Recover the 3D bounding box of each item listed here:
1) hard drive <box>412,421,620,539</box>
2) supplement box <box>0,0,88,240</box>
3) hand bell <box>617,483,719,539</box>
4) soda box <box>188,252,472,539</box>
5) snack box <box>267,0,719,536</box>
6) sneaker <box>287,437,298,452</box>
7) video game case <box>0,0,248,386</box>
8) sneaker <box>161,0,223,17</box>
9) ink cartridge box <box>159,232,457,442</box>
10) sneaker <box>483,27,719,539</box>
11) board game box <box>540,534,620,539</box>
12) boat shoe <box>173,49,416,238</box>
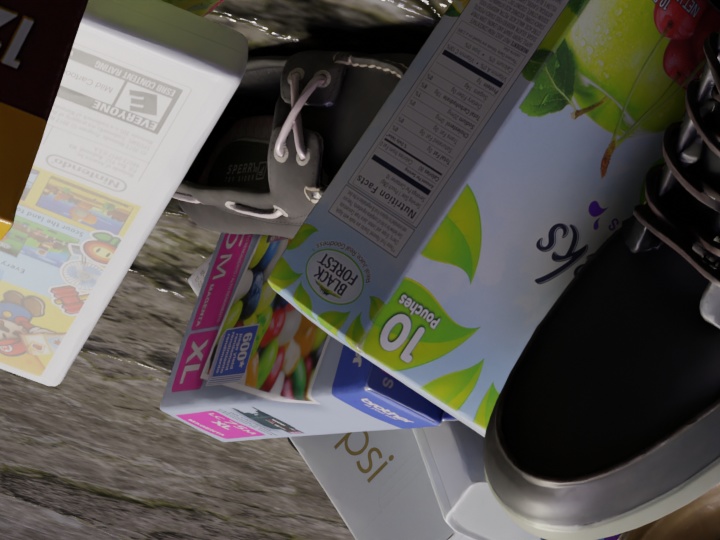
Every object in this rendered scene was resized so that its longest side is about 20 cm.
[{"bbox_3d":[0.068,0.050,1.003,0.132,0.027,0.200,25,-156,-26],"label":"hard drive"},{"bbox_3d":[-0.122,-0.103,0.578,0.132,0.201,0.197,20,165,-12],"label":"supplement box"},{"bbox_3d":[0.157,0.133,0.878,0.104,0.105,0.200,10,169,25],"label":"hand bell"},{"bbox_3d":[0.008,0.054,1.054,0.068,0.064,0.200,35,-167,-46],"label":"soda box"},{"bbox_3d":[0.080,-0.007,0.799,0.053,0.142,0.200,36,-178,44],"label":"snack box"},{"bbox_3d":[0.029,0.056,1.178,0.078,0.090,0.200,25,163,-24],"label":"sneaker"},{"bbox_3d":[-0.158,-0.049,0.811,0.199,0.023,0.182,21,140,-14],"label":"video game case"},{"bbox_3d":[-0.086,-0.080,0.832,0.078,0.091,0.200,22,162,-13],"label":"sneaker"},{"bbox_3d":[0.000,0.000,0.960,0.042,0.120,0.200,27,162,-27],"label":"ink cartridge box"},{"bbox_3d":[0.096,-0.021,0.698,0.075,0.200,0.106,42,175,36],"label":"sneaker"},{"bbox_3d":[0.140,0.077,0.914,0.157,0.201,0.039,-14,-168,-24],"label":"board game box"},{"bbox_3d":[-0.032,-0.045,0.939,0.057,0.067,0.200,19,169,-25],"label":"boat shoe"}]
